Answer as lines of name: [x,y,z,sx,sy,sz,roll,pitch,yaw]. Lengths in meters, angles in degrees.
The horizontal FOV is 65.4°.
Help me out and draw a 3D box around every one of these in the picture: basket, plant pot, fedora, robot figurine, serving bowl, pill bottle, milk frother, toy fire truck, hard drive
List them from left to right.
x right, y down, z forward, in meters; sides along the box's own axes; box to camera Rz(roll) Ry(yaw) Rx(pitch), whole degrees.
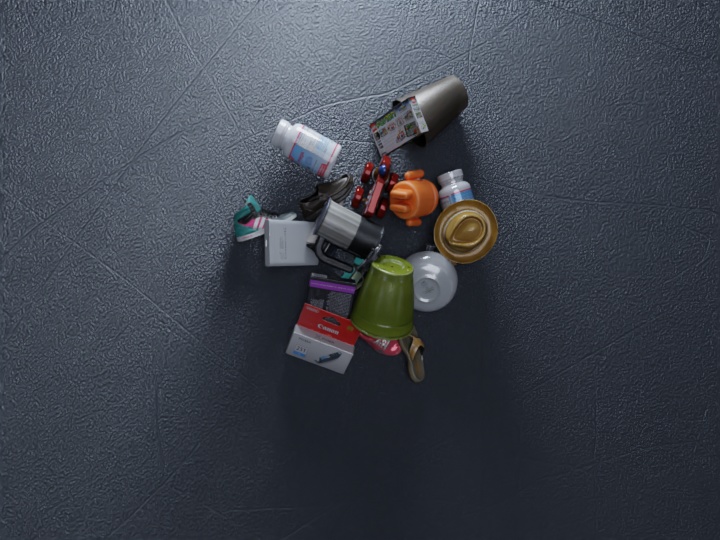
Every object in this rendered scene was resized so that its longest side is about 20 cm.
hard drive: [-0.205,-0.082,1.684,0.198,0.026,0.135,-2,91,-49]
pill bottle: [-0.165,-0.373,1.701,0.197,0.109,0.111,26,87,-7]
milk frother: [-0.033,-0.096,1.600,0.185,0.200,0.184,24,75,-12]
toy fire truck: [0.052,-0.254,1.709,0.110,0.168,0.204,21,88,-7]
plant pot: [0.080,0.069,1.666,0.196,0.201,0.197,7,116,-8]
robot figurine: [0.167,-0.223,1.727,0.116,0.198,0.146,-35,78,37]
serving bowl: [0.206,0.046,1.741,0.195,0.066,0.204,3,114,6]
basket: [0.227,-0.509,1.751,0.198,0.137,0.181,-35,69,-12]
pill bottle: [0.309,-0.210,1.774,0.107,0.109,0.204,-17,93,-7]
fedora: [0.317,-0.116,1.683,0.196,0.082,0.206,1,95,9]

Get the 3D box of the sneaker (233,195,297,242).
sneaker: [-0.300,-0.175,1.708,0.196,0.084,0.123,-20,102,-6]

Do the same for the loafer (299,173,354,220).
loafer: [-0.104,-0.235,1.718,0.199,0.073,0.072,-38,126,0]

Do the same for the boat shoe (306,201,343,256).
boat shoe: [-0.092,-0.132,1.749,0.093,0.074,0.202,45,66,-40]

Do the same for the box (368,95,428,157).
box: [0.113,-0.434,1.705,0.034,0.199,0.112,-24,93,-37]

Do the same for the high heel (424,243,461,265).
high heel: [0.276,-0.006,1.808,0.196,0.072,0.145,8,111,-20]

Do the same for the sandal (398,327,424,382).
sandal: [0.173,0.256,1.773,0.079,0.053,0.204,-19,97,-40]

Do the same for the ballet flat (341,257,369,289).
ballet flat: [0.000,0.000,1.764,0.074,0.074,0.201,42,87,-6]

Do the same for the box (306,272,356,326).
box: [-0.099,0.115,1.723,0.140,0.036,0.204,10,110,-6]

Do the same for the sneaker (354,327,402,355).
sneaker: [0.046,0.212,1.753,0.198,0.087,0.075,31,87,-7]

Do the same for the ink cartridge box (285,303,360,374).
ink cartridge box: [-0.110,0.211,1.710,0.196,0.045,0.178,21,122,-7]
